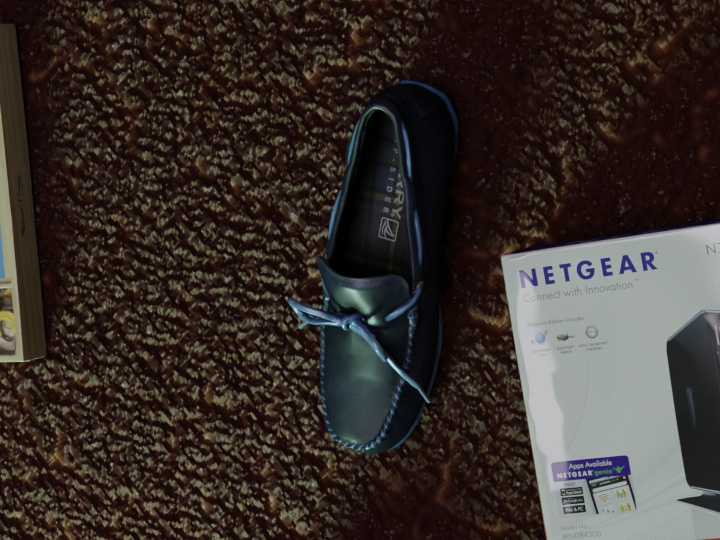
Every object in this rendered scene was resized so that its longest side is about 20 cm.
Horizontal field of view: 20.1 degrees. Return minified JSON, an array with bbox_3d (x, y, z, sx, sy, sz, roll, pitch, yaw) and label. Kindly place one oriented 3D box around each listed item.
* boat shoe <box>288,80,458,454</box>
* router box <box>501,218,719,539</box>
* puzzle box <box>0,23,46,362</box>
[{"bbox_3d":[0.000,0.000,1.069,0.084,0.069,0.201,6,99,26],"label":"boat shoe"},{"bbox_3d":[0.180,0.064,1.000,0.200,0.049,0.180,-9,92,27],"label":"router box"},{"bbox_3d":[-0.258,-0.044,1.216,0.133,0.025,0.201,-2,96,27],"label":"puzzle box"}]
